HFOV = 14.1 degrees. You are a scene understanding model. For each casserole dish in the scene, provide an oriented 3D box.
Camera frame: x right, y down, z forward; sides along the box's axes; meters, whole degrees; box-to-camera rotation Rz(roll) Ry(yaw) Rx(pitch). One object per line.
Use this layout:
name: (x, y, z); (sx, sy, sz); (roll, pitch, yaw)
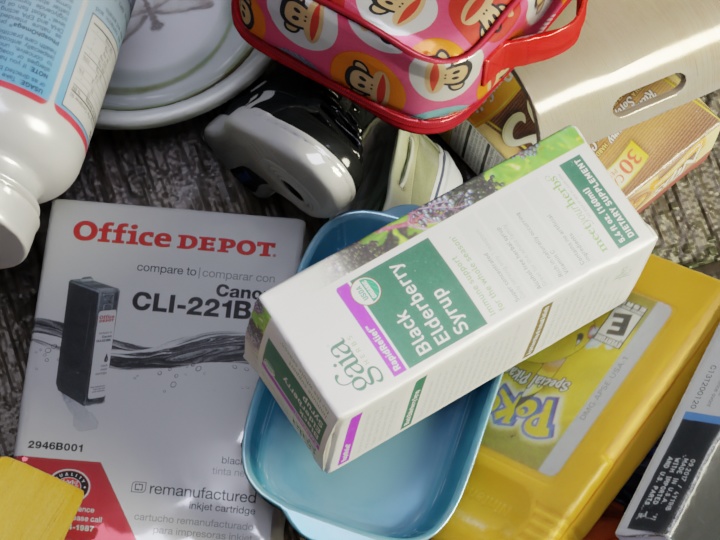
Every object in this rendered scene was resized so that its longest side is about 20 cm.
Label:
casserole dish: (0.009, 0.060, 1.537); (0.121, 0.039, 0.200); (19, 67, -1)

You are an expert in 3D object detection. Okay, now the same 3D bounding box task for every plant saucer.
plant saucer: (-0.127, -0.162, 1.697); (0.200, 0.050, 0.200); (-2, 64, 4)

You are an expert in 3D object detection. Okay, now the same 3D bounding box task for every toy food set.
toy food set: (0.116, -0.166, 1.665); (0.143, 0.060, 0.200); (-23, 61, -17)

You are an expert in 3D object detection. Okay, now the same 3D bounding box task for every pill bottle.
pill bottle: (-0.193, -0.107, 1.586); (0.109, 0.109, 0.200); (15, 65, 3)

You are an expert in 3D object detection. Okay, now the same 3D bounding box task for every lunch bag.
lunch bag: (0.045, -0.170, 1.571); (0.176, 0.082, 0.200); (29, 54, 17)

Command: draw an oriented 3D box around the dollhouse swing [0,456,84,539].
dollhouse swing: (-0.289, 0.124, 1.451); (0.200, 0.176, 0.182); (-8, 43, 35)

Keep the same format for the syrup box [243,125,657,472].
syrup box: (0.045, 0.015, 1.497); (0.200, 0.081, 0.079); (-28, 72, -20)

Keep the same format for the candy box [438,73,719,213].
candy box: (0.099, -0.112, 1.694); (0.115, 0.055, 0.200); (-38, 74, -19)

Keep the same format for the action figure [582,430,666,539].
action figure: (0.104, 0.129, 1.596); (0.200, 0.105, 0.194); (13, 57, 34)

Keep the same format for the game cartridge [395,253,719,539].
game cartridge: (0.085, 0.064, 1.567); (0.176, 0.032, 0.200); (23, 67, 43)

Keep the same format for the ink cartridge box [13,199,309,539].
ink cartridge box: (-0.108, 0.069, 1.590); (0.144, 0.084, 0.200); (5, 67, 3)

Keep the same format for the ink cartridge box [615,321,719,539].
ink cartridge box: (0.240, 0.110, 1.550); (0.043, 0.200, 0.198); (6, 60, 46)

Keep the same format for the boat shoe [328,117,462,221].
boat shoe: (0.000, 0.000, 1.619); (0.062, 0.072, 0.200); (45, 46, -32)

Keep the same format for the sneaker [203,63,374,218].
sneaker: (-0.018, -0.094, 1.601); (0.112, 0.200, 0.073); (-44, 106, -8)
